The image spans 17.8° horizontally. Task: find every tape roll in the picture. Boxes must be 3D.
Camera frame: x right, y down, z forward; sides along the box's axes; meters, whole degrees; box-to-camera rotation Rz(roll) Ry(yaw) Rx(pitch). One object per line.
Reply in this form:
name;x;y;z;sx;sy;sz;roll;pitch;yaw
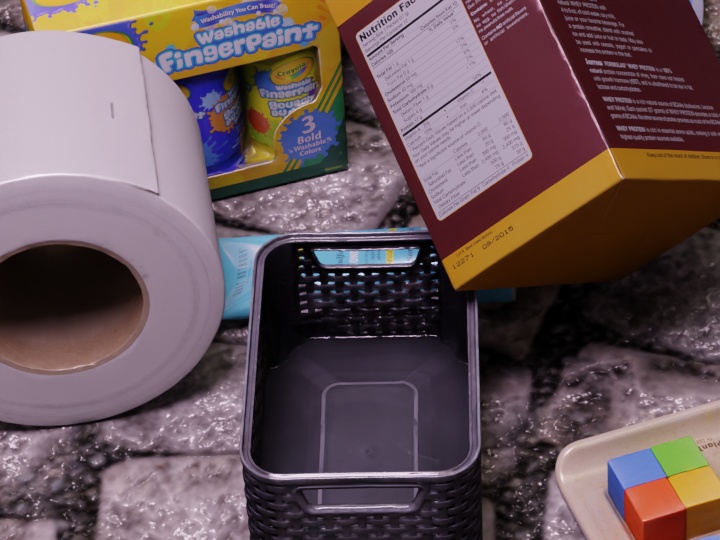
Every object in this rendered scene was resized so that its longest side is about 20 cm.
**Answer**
tape roll;-0.187;-0.024;1.390;0.201;0.204;0.140;-8;44;-4

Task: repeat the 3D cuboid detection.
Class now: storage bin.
storage bin;0.003;0.078;1.348;0.134;0.094;0.201;-1;42;3

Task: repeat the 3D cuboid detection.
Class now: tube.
tube;0.000;0.000;1.470;0.198;0.051;0.078;-4;35;7

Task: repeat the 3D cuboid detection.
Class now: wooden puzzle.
wooden puzzle;0.228;0.144;1.295;0.184;0.047;0.201;-15;44;-12

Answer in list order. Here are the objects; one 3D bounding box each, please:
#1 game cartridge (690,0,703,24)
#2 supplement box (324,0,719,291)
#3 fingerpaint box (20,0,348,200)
game cartridge;0.180;-0.202;1.630;0.133;0.041;0.201;29;36;-13
supplement box;0.118;-0.110;1.394;0.197;0.132;0.201;-3;64;-54
fingerpaint box;-0.113;-0.128;1.520;0.198;0.168;0.074;-13;44;-11
